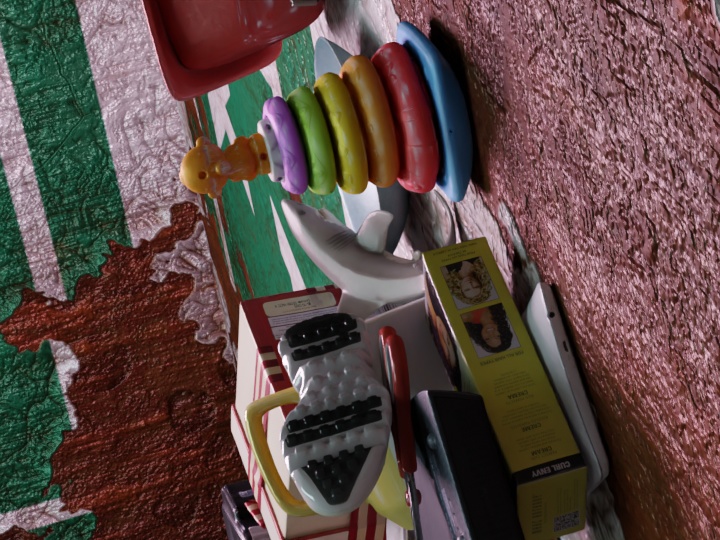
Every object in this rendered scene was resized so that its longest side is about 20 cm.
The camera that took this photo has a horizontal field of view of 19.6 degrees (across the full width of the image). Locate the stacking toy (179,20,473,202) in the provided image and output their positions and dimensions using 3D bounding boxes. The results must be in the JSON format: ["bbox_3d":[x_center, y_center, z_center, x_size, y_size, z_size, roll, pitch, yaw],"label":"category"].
[{"bbox_3d":[-0.030,-0.090,1.449,0.110,0.198,0.117,-126,21,-65],"label":"stacking toy"}]

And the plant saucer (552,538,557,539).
[{"bbox_3d":[0.127,0.248,1.569,0.200,0.032,0.202,165,90,-80],"label":"plant saucer"}]

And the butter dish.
[{"bbox_3d":[-0.092,-0.266,1.775,0.199,0.147,0.202,-33,-68,-57],"label":"butter dish"}]

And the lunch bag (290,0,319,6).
[{"bbox_3d":[-0.076,-0.308,1.573,0.168,0.138,0.202,-126,22,-68],"label":"lunch bag"}]

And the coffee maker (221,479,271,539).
[{"bbox_3d":[-0.023,0.241,1.950,0.192,0.198,0.136,146,109,-81],"label":"coffee maker"}]

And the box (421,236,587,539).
[{"bbox_3d":[0.092,0.077,1.364,0.076,0.050,0.201,84,168,-49],"label":"box"}]

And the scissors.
[{"bbox_3d":[0.032,0.134,1.338,0.073,0.014,0.202,138,123,-81],"label":"scissors"}]

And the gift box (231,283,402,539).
[{"bbox_3d":[-0.008,0.121,1.763,0.201,0.183,0.188,-109,18,-46],"label":"gift box"}]

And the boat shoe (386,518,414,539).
[{"bbox_3d":[0.057,0.245,1.601,0.201,0.056,0.069,-96,-20,-57],"label":"boat shoe"}]

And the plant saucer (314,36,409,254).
[{"bbox_3d":[0.007,-0.100,1.729,0.201,0.038,0.203,165,90,-80],"label":"plant saucer"}]

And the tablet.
[{"bbox_3d":[0.125,0.094,1.391,0.200,0.014,0.131,106,149,-72],"label":"tablet"}]

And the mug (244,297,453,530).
[{"bbox_3d":[0.031,0.108,1.531,0.186,0.149,0.154,-22,90,39],"label":"mug"}]

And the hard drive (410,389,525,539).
[{"bbox_3d":[0.064,0.148,1.351,0.200,0.042,0.136,109,145,-76],"label":"hard drive"}]

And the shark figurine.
[{"bbox_3d":[0.017,0.011,1.618,0.214,0.090,0.129,7,138,54],"label":"shark figurine"}]

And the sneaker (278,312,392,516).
[{"bbox_3d":[-0.011,0.106,1.361,0.200,0.074,0.082,-93,-10,-63],"label":"sneaker"}]
